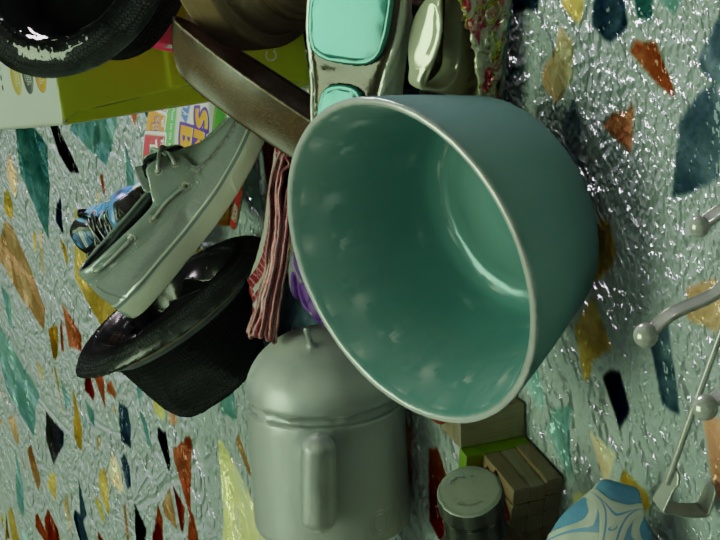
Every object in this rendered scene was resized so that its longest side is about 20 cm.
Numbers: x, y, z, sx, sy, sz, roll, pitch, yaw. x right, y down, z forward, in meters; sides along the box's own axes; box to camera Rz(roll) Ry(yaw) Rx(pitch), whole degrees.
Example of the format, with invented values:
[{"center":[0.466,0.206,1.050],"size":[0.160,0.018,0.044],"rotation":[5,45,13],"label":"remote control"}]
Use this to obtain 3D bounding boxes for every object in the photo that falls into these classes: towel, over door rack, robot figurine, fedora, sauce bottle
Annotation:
[{"center":[-0.063,-0.039,1.880],"size":[0.200,0.023,0.144],"rotation":[-103,21,-78],"label":"towel"},{"center":[0.195,0.087,1.310],"size":[0.148,0.066,0.200],"rotation":[-125,32,-51],"label":"over door rack"},{"center":[-0.023,0.124,1.840],"size":[0.170,0.113,0.200],"rotation":[-86,-8,-72],"label":"robot figurine"},{"center":[-0.176,-0.215,1.750],"size":[0.092,0.200,0.201],"rotation":[31,-147,-57],"label":"fedora"},{"center":[-0.134,0.057,2.083],"size":[0.092,0.201,0.201],"rotation":[53,164,-13],"label":"fedora"},{"center":[0.077,0.200,1.612],"size":[0.200,0.065,0.065],"rotation":[78,168,-47],"label":"sauce bottle"}]

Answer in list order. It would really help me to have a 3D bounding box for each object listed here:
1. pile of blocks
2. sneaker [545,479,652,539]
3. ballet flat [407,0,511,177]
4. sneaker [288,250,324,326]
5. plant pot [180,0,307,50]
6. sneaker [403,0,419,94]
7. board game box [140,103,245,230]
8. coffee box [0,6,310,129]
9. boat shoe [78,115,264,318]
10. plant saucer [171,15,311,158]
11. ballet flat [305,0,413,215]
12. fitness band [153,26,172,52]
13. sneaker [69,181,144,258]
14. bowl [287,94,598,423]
[{"center":[0.064,0.099,1.669],"size":[0.082,0.062,0.200],"rotation":[106,148,-50],"label":"pile of blocks"},{"center":[0.137,0.188,1.532],"size":[0.200,0.072,0.073],"rotation":[103,-170,-61],"label":"sneaker"},{"center":[0.054,-0.109,1.586],"size":[0.076,0.064,0.200],"rotation":[20,120,43],"label":"ballet flat"},{"center":[0.000,0.000,1.734],"size":[0.089,0.080,0.200],"rotation":[-65,18,-2],"label":"sneaker"},{"center":[-0.047,-0.248,1.704],"size":[0.093,0.201,0.201],"rotation":[-3,98,29],"label":"plant pot"},{"center":[0.028,-0.166,1.633],"size":[0.084,0.075,0.200],"rotation":[0,103,63],"label":"sneaker"},{"center":[-0.134,-0.108,2.130],"size":[0.200,0.030,0.096],"rotation":[39,122,58],"label":"board game box"},{"center":[-0.172,-0.220,1.955],"size":[0.198,0.200,0.200],"rotation":[-173,75,-68],"label":"coffee box"},{"center":[-0.146,-0.058,2.004],"size":[0.201,0.071,0.070],"rotation":[-53,16,6],"label":"boat shoe"},{"center":[-0.048,-0.102,1.713],"size":[0.032,0.200,0.200],"rotation":[-57,31,7],"label":"plant saucer"},{"center":[0.003,-0.125,1.590],"size":[0.069,0.069,0.200],"rotation":[-148,60,-64],"label":"ballet flat"},{"center":[-0.131,-0.230,1.846],"size":[0.037,0.200,0.144],"rotation":[180,100,-69],"label":"fitness band"},{"center":[-0.206,-0.028,2.225],"size":[0.200,0.090,0.079],"rotation":[102,163,-80],"label":"sneaker"},{"center":[0.062,-0.023,1.511],"size":[0.201,0.105,0.201],"rotation":[28,132,37],"label":"bowl"}]
